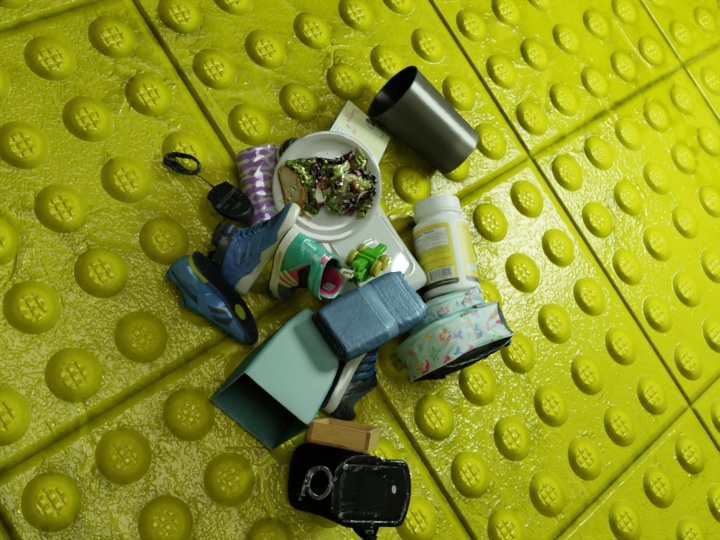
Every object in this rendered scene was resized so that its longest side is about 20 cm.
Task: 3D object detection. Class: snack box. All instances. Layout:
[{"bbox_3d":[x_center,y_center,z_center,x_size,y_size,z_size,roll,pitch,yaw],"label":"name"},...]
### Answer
[{"bbox_3d":[-0.010,-0.255,1.801,0.116,0.037,0.200,39,30,-10],"label":"snack box"}]

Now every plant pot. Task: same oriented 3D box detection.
[{"bbox_3d":[-0.127,0.172,1.573,0.141,0.141,0.200,41,49,-9],"label":"plant pot"}]

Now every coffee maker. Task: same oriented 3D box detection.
[{"bbox_3d":[-0.042,0.342,1.501,0.192,0.200,0.135,34,70,-22],"label":"coffee maker"}]

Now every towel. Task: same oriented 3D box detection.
[{"bbox_3d":[0.019,0.079,1.604,0.200,0.049,0.112,-25,73,-34],"label":"towel"}]

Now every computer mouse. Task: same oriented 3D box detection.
[{"bbox_3d":[-0.275,-0.150,1.654,0.200,0.034,0.059,38,68,12],"label":"computer mouse"}]

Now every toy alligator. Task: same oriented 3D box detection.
[{"bbox_3d":[0.000,0.000,1.607,0.059,0.054,0.200,25,25,14],"label":"toy alligator"}]

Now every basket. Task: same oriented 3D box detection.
[{"bbox_3d":[0.136,-0.304,1.886,0.200,0.180,0.136,39,91,-19],"label":"basket"}]

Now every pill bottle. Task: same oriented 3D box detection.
[{"bbox_3d":[0.166,-0.041,1.820,0.114,0.114,0.201,1,71,-28],"label":"pill bottle"}]

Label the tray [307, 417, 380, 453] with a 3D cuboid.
[{"bbox_3d":[-0.024,0.275,1.534,0.098,0.200,0.037,9,83,7],"label":"tray"}]

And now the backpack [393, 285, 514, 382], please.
[{"bbox_3d":[0.163,0.125,1.716,0.200,0.177,0.151,-26,83,-35],"label":"backpack"}]

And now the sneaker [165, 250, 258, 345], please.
[{"bbox_3d":[-0.258,0.059,1.596,0.200,0.078,0.066,52,19,-19],"label":"sneaker"}]

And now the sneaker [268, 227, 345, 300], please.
[{"bbox_3d":[-0.088,0.013,1.598,0.121,0.200,0.084,31,62,9],"label":"sneaker"}]

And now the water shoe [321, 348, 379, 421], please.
[{"bbox_3d":[-0.001,0.177,1.662,0.079,0.071,0.200,36,82,-25],"label":"water shoe"}]

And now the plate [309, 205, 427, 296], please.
[{"bbox_3d":[0.016,-0.028,1.710,0.199,0.032,0.200,-28,82,-39],"label":"plate"}]

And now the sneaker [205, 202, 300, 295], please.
[{"bbox_3d":[-0.197,-0.059,1.598,0.111,0.200,0.077,36,26,-7],"label":"sneaker"}]

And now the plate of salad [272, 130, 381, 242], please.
[{"bbox_3d":[-0.057,-0.150,1.640,0.199,0.048,0.201,-1,95,-11],"label":"plate of salad"}]

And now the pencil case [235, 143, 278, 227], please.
[{"bbox_3d":[-0.173,-0.131,1.688,0.085,0.084,0.201,-16,79,5],"label":"pencil case"}]

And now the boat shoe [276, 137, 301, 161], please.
[{"bbox_3d":[-0.062,-0.177,1.691,0.200,0.060,0.074,37,68,-12],"label":"boat shoe"}]
